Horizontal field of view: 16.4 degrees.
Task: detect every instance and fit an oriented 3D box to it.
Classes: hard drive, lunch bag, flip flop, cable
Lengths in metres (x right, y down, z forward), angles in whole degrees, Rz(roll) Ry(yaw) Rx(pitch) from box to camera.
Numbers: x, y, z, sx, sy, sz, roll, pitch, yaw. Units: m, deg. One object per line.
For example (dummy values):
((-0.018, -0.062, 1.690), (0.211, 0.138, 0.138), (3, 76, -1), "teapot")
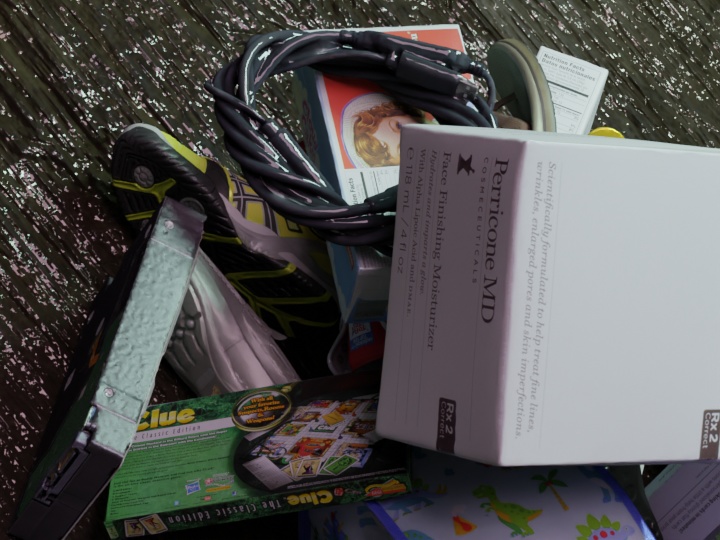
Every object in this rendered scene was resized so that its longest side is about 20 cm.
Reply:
((-0.161, 0.066, 1.600), (0.038, 0.140, 0.201), (26, 49, -11), "hard drive")
((0.077, 0.177, 1.620), (0.169, 0.128, 0.200), (-17, 29, -30), "lunch bag")
((0.107, -0.077, 1.713), (0.057, 0.081, 0.201), (-9, 57, -1), "flip flop")
((-0.007, -0.086, 1.622), (0.199, 0.051, 0.164), (13, 60, -6), "cable")

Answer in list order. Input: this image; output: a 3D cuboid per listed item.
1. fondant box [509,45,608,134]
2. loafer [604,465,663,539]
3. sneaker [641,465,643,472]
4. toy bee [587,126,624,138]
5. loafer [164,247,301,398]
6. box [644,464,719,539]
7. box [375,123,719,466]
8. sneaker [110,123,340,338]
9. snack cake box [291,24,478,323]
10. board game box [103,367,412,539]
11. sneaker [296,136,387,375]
((0.115, -0.044, 1.823), (0.058, 0.145, 0.200), (21, 49, 7), "fondant box")
((0.161, 0.176, 1.724), (0.073, 0.071, 0.201), (-19, 104, -45), "loafer")
((0.166, 0.119, 1.804), (0.074, 0.082, 0.201), (26, 74, -9), "sneaker")
((0.203, -0.053, 1.816), (0.131, 0.108, 0.200), (54, 16, -28), "toy bee")
((-0.086, 0.057, 1.701), (0.070, 0.070, 0.201), (-22, 80, -43), "loafer")
((0.285, 0.211, 1.746), (0.200, 0.156, 0.041), (40, 35, -1), "box")
((0.129, 0.015, 1.556), (0.199, 0.130, 0.200), (2, 94, -37), "box")
((-0.092, -0.035, 1.759), (0.200, 0.075, 0.077), (41, 40, -14), "sneaker")
((0.028, -0.068, 1.680), (0.114, 0.067, 0.201), (-4, 58, -13), "snack cake box")
((-0.064, 0.116, 1.607), (0.199, 0.024, 0.105), (-9, 42, 10), "board game box")
((0.000, 0.000, 1.710), (0.200, 0.071, 0.112), (51, 42, 3), "sneaker")
